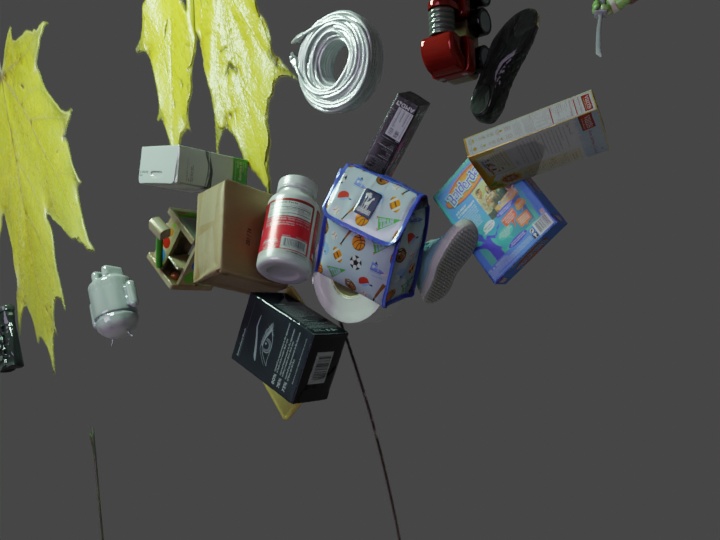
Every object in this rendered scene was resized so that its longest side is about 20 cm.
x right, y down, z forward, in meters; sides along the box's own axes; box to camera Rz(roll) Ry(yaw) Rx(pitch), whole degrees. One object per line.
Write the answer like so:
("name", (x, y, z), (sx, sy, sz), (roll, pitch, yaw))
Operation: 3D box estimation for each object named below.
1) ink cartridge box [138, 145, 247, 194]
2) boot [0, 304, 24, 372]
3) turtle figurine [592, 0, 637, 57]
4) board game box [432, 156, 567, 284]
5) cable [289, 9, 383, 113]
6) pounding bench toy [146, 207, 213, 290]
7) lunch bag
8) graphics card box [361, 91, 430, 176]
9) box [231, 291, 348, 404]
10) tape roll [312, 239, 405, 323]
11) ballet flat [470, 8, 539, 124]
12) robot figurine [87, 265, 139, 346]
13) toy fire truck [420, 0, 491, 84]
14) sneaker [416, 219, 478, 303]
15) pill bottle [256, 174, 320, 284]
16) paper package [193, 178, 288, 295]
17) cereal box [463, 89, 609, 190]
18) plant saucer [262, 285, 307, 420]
("ink cartridge box", (-0.373, -0.222, 1.670), (0.144, 0.198, 0.086), (5, 90, 39))
("boot", (-1.152, 0.231, 2.393), (0.163, 0.065, 0.204), (-24, 77, 38))
("turtle figurine", (0.368, -0.455, 1.084), (0.198, 0.145, 0.195), (-32, 46, -2))
("board game box", (0.231, -0.103, 1.261), (0.152, 0.045, 0.202), (-47, 61, 29))
("cable", (-0.043, -0.414, 1.490), (0.198, 0.069, 0.204), (-25, 73, 35))
("pounding bench toy", (-0.420, -0.042, 1.701), (0.124, 0.198, 0.157), (46, 115, 31))
("lunch bag", (0.021, -0.064, 1.275), (0.168, 0.123, 0.203), (27, 117, 27))
("graphics card box", (0.053, -0.226, 1.362), (0.050, 0.125, 0.202), (30, 109, 6))
("box", (-0.142, 0.147, 1.461), (0.199, 0.103, 0.150), (30, 107, 37))
("tape roll", (0.000, 0.000, 1.433), (0.200, 0.070, 0.207), (-2, 87, 39))
("ballet flat", (0.246, -0.348, 1.266), (0.066, 0.056, 0.202), (34, 103, 34))
("robot figurine", (-0.642, 0.091, 1.936), (0.168, 0.112, 0.203), (-29, 70, 28))
("toy fire truck", (0.146, -0.425, 1.247), (0.127, 0.198, 0.180), (-3, 86, 39))
("sneaker", (0.135, -0.031, 1.289), (0.083, 0.073, 0.201), (61, 144, 29))
("pill bottle", (-0.141, -0.085, 1.501), (0.111, 0.112, 0.203), (-14, 57, 38))
("paper package", (-0.242, -0.061, 1.543), (0.102, 0.189, 0.204), (-18, 66, 41))
("cereal box", (0.271, -0.193, 1.136), (0.197, 0.144, 0.040), (-19, 68, 19))
("plant saucer", (-0.136, 0.171, 1.553), (0.201, 0.048, 0.201), (-51, 60, 26))
